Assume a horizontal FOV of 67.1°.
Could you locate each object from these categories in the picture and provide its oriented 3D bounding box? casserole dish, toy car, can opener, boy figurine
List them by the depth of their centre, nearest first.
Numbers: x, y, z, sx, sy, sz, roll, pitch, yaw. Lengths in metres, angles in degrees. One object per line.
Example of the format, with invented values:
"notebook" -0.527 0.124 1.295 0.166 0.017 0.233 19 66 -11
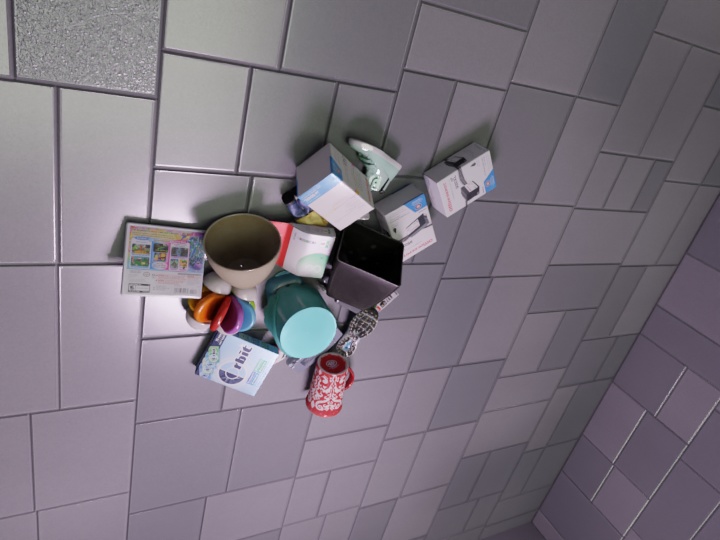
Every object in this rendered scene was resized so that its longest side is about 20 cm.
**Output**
"toy car" -0.379 0.112 1.523 0.200 0.150 0.175 18 110 -38
"boy figurine" -0.141 -0.149 1.547 0.124 0.064 0.200 -36 133 -3
"casserole dish" -0.225 0.091 1.677 0.121 0.039 0.200 -17 127 -21
"can opener" -0.060 0.074 1.754 0.067 0.053 0.200 -50 133 9

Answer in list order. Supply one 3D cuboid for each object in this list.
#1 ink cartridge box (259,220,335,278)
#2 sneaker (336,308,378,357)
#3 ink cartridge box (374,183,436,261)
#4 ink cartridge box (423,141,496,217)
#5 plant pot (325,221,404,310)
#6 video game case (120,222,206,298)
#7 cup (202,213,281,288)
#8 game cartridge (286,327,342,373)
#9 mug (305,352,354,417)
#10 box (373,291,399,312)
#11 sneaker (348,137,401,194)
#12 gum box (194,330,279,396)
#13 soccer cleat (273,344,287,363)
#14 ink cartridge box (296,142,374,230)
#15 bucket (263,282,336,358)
"ink cartridge box" -0.187 -0.058 1.541 0.199 0.050 0.161 5 132 -20
"sneaker" -0.010 0.199 1.856 0.078 0.090 0.200 38 110 -4
"ink cartridge box" 0.143 -0.147 1.703 0.144 0.084 0.200 -30 132 -9
"ink cartridge box" 0.316 -0.286 1.713 0.200 0.084 0.145 -32 132 -8
"plant pot" 0.000 0.000 1.625 0.200 0.200 0.178 22 131 -11
"video game case" -0.503 -0.023 1.395 0.200 0.024 0.183 5 92 -33
"cup" -0.313 -0.033 1.456 0.200 0.201 0.143 -17 147 -21
"game cartridge" -0.150 0.256 1.798 0.200 0.042 0.133 -41 163 -7
"mug" -0.104 0.379 1.885 0.178 0.133 0.200 -53 161 -53
"box" 0.037 0.055 1.811 0.110 0.035 0.200 -42 132 0
"sneaker" 0.024 -0.290 1.539 0.200 0.074 0.118 24 100 -42
"gum box" -0.378 0.277 1.666 0.200 0.045 0.170 26 106 -20
"soccer cleat" -0.253 0.261 1.757 0.200 0.069 0.085 -46 128 -2
"ink cartridge box" -0.061 -0.217 1.476 0.125 0.129 0.200 -30 134 25
"bucket" -0.178 0.154 1.624 0.207 0.135 0.208 -13 121 -21
